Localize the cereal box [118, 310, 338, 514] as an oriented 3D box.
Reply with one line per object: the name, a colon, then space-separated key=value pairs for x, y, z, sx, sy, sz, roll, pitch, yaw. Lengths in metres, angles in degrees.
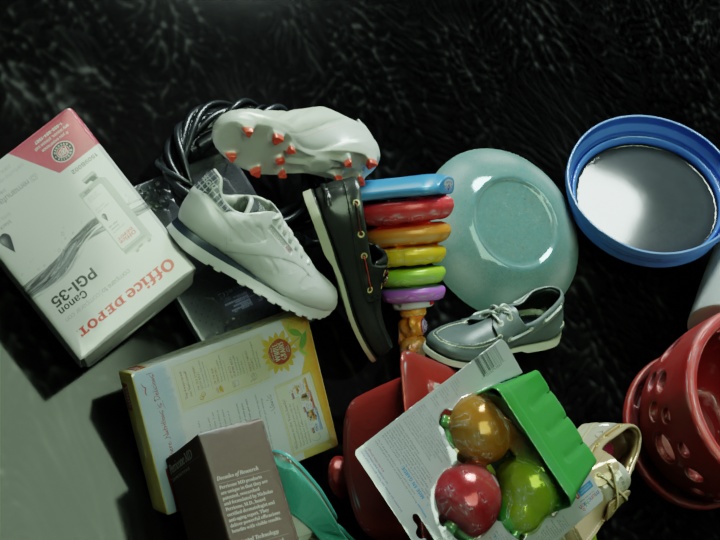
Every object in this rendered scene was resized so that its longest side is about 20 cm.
cereal box: x=-0.127 y=0.136 z=1.623 sx=0.198 sy=0.039 sz=0.145 roll=-18 pitch=102 yaw=-28

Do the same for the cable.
cable: x=-0.115 y=-0.106 z=1.686 sx=0.198 sy=0.051 sz=0.165 roll=8 pitch=64 yaw=-29

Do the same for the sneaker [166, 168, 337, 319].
sneaker: x=-0.090 y=-0.021 z=1.612 sx=0.199 sy=0.076 sz=0.081 roll=31 pitch=94 yaw=-33

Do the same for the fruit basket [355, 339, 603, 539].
fruit basket: x=0.112 y=0.192 z=1.542 sx=0.199 sy=0.094 sz=0.186 roll=-35 pitch=91 yaw=-24

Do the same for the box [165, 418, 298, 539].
box: x=-0.108 y=0.249 z=1.522 sx=0.074 sy=0.100 sz=0.202 roll=-9 pitch=74 yaw=-28

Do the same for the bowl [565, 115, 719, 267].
bowl: x=0.330 y=-0.089 z=1.893 sx=0.198 sy=0.040 sz=0.202 roll=3 pitch=54 yaw=-4

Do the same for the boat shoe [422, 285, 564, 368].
boat shoe: x=0.144 y=0.055 z=1.756 sx=0.199 sy=0.062 sz=0.073 roll=-9 pitch=34 yaw=-41

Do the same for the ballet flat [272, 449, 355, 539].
ballet flat: x=-0.050 y=0.254 z=1.582 sx=0.071 sy=0.067 sz=0.201 roll=-53 pitch=135 yaw=-21

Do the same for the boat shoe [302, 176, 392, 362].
boat shoe: x=0.000 y=0.001 z=1.680 sx=0.062 sy=0.074 sz=0.203 roll=-19 pitch=114 yaw=-1

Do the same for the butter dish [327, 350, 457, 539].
butter dish: x=0.037 y=0.197 z=1.648 sx=0.199 sy=0.146 sz=0.202 roll=27 pitch=53 yaw=-65

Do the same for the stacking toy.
stacking toy: x=0.051 y=0.002 z=1.746 sx=0.108 sy=0.116 sz=0.203 roll=-5 pitch=91 yaw=15

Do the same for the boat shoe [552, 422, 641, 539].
boat shoe: x=0.244 y=0.213 z=1.695 sx=0.074 sy=0.069 sz=0.200 roll=63 pitch=30 yaw=-19

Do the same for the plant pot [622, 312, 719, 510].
plant pot: x=0.390 y=0.158 z=1.789 sx=0.198 sy=0.182 sz=0.203 roll=8 pitch=69 yaw=-22

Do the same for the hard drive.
hard drive: x=-0.145 y=-0.011 z=1.689 sx=0.134 sy=0.042 sz=0.201 roll=-24 pitch=83 yaw=-29

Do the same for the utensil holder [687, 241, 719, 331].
utensil holder: x=0.480 y=0.005 z=1.893 sx=0.169 sy=0.170 sz=0.201 roll=33 pitch=63 yaw=-10

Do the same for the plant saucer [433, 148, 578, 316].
plant saucer: x=0.165 y=-0.048 z=1.843 sx=0.199 sy=0.039 sz=0.203 roll=8 pitch=69 yaw=-21

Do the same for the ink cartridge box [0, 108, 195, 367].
ink cartridge box: x=-0.272 y=-0.030 z=1.594 sx=0.146 sy=0.083 sz=0.201 roll=-39 pitch=89 yaw=-12

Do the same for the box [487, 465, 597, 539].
box: x=0.175 y=0.221 z=1.691 sx=0.199 sy=0.047 sz=0.123 roll=19 pitch=59 yaw=-56

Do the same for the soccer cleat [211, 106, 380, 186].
soccer cleat: x=-0.069 y=-0.134 z=1.673 sx=0.198 sy=0.069 sz=0.078 roll=9 pitch=45 yaw=-36
